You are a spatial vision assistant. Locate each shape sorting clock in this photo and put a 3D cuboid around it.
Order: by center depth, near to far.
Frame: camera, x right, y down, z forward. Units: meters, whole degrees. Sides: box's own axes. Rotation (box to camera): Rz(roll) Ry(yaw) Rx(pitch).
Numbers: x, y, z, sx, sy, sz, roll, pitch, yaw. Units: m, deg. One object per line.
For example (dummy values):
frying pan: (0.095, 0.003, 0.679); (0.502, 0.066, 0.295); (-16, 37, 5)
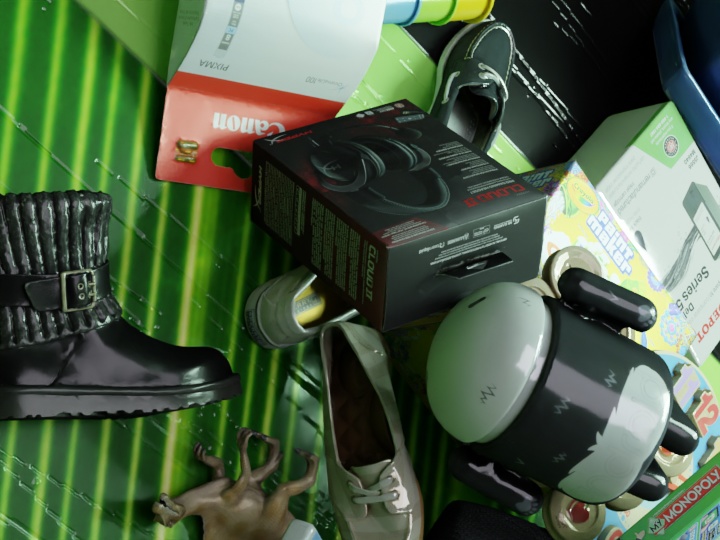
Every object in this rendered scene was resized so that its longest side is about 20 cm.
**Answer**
shape sorting clock: (0.237, 0.165, 1.370); (0.199, 0.039, 0.202); (-1, 91, -46)

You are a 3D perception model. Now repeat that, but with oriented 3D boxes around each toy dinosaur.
toy dinosaur: (-0.074, 0.176, 1.265); (0.199, 0.058, 0.102); (26, 83, -34)

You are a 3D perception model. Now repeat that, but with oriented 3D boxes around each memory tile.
memory tile: (0.165, 0.093, 1.297); (0.153, 0.017, 0.201); (-29, 90, -28)

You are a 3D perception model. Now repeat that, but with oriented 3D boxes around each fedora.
fedora: (0.111, 0.238, 1.304); (0.200, 0.200, 0.092); (36, 76, -30)

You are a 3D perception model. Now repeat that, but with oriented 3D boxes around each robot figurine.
robot figurine: (0.142, 0.089, 1.211); (0.199, 0.125, 0.151); (27, 65, -16)

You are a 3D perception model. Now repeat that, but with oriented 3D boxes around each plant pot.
plant pot: (0.387, -0.186, 1.578); (0.200, 0.179, 0.200); (53, 22, -23)

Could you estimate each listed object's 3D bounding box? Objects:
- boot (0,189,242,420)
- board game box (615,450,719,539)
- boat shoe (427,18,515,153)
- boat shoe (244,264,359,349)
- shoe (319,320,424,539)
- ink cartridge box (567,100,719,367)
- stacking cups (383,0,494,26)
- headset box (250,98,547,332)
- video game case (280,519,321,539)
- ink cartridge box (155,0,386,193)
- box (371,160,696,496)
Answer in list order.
boot: (-0.176, 0.023, 1.175); (0.210, 0.079, 0.159); (2, 82, -39)
board game box: (0.240, 0.220, 1.289); (0.134, 0.029, 0.200); (-38, 151, -13)
boat shoe: (0.094, -0.136, 1.434); (0.076, 0.060, 0.201); (38, 61, -29)
boat shoe: (0.000, 0.000, 1.330); (0.199, 0.070, 0.071); (-29, 102, -38)
shoe: (0.000, 0.131, 1.256); (0.053, 0.069, 0.201); (45, 32, -63)
ink cartridge box: (0.267, -0.028, 1.545); (0.146, 0.084, 0.201); (-46, 112, -34)
stacking cups: (0.018, -0.222, 1.393); (0.199, 0.060, 0.061); (-14, 92, -35)
headset box: (0.031, -0.042, 1.264); (0.148, 0.200, 0.078); (-18, 127, -30)
video game case: (-0.061, 0.307, 1.213); (0.201, 0.023, 0.183); (-60, 148, -28)
ink cartridge box: (-0.065, -0.157, 1.281); (0.159, 0.047, 0.201); (7, 95, -37)
box: (0.148, 0.053, 1.409); (0.200, 0.122, 0.193); (52, 56, -20)
